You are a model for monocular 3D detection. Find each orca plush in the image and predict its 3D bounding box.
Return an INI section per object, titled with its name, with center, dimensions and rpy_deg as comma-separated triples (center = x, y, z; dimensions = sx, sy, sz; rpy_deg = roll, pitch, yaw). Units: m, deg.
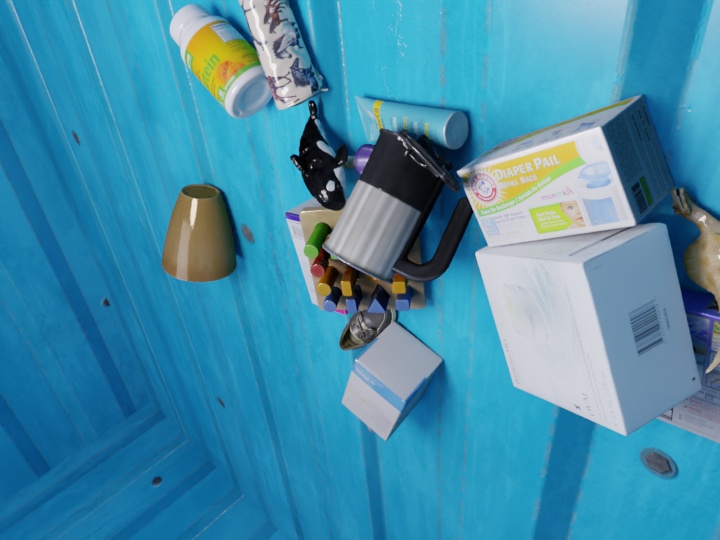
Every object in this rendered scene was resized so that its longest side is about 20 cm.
[orca plush]
center = -0.078, -0.190, 0.942
dimensions = 0.105, 0.071, 0.201
rpy_deg = -23, 67, 45

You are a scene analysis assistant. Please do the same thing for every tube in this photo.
[tube]
center = 0.067, -0.215, 0.846
dimensions = 0.199, 0.050, 0.078
rpy_deg = 23, 136, 47

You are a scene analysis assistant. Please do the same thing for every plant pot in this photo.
[plant pot]
center = -0.397, -0.103, 1.429
dimensions = 0.186, 0.186, 0.201
rpy_deg = 31, 126, 32

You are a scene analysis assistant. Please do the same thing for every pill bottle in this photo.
[pill bottle]
center = -0.251, -0.381, 1.041
dimensions = 0.200, 0.111, 0.111
rpy_deg = 48, 146, 11

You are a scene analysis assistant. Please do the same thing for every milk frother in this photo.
[milk frother]
center = 0.042, -0.082, 0.768
dimensions = 0.180, 0.200, 0.189
rpy_deg = 30, 97, 28

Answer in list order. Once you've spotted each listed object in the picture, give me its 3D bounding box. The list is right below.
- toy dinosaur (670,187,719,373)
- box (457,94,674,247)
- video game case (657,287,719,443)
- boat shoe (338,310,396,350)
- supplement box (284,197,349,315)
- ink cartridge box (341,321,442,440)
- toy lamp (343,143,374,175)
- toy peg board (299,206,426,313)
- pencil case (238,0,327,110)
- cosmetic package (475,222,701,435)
[toy dinosaur]
center = 0.389, 0.001, 0.604
dimensions = 0.101, 0.058, 0.201
rpy_deg = -19, 83, 60
[box]
center = 0.230, -0.107, 0.674
dimensions = 0.199, 0.101, 0.113
rpy_deg = -9, 111, 54
[video game case]
center = 0.419, 0.118, 0.679
dimensions = 0.199, 0.045, 0.182
rpy_deg = 19, 132, 43
[boat shoe]
center = 0.010, 0.117, 1.179
dimensions = 0.072, 0.066, 0.201
rpy_deg = 50, 147, 9
[supplement box]
center = -0.052, -0.032, 1.098
dimensions = 0.101, 0.103, 0.201
rpy_deg = 16, 129, 43
[ink cartridge box]
center = 0.055, 0.229, 1.152
dimensions = 0.125, 0.128, 0.201
rpy_deg = 37, 142, 17
[toy lamp]
center = -0.023, -0.183, 0.975
dimensions = 0.199, 0.058, 0.059
rpy_deg = 13, 128, 49
[toy peg board]
center = 0.000, 0.000, 0.970
dimensions = 0.199, 0.098, 0.200
rpy_deg = -1, 120, 13
[pencil case]
center = -0.126, -0.368, 0.928
dimensions = 0.078, 0.089, 0.201
rpy_deg = -131, 20, -69
[cosmetic package]
center = 0.262, 0.054, 0.694
dimensions = 0.200, 0.122, 0.201
rpy_deg = 14, 124, 69
